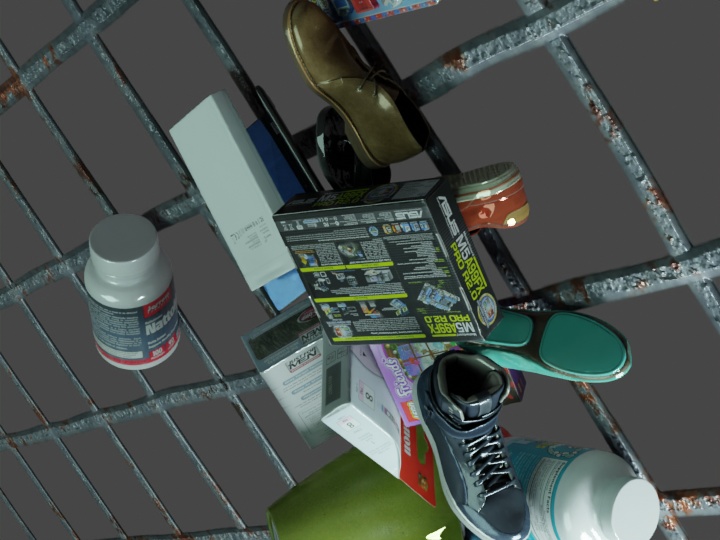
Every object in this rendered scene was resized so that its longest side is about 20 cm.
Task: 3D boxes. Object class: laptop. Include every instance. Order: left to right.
[{"bbox_3d":[-0.097,-0.072,1.809,0.188,0.115,0.200,58,179,7],"label":"laptop"}]

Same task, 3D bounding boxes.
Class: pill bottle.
[{"bbox_3d":[-0.306,0.026,2.241,0.119,0.119,0.201,34,147,28],"label":"pill bottle"},{"bbox_3d":[0.215,0.237,1.749,0.199,0.111,0.111,4,126,53],"label":"pill bottle"}]

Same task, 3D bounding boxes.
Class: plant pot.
[{"bbox_3d":[-0.003,0.291,1.959,0.187,0.198,0.189,163,90,-80],"label":"plant pot"}]

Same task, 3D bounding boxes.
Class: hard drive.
[{"bbox_3d":[-0.132,-0.084,1.818,0.201,0.027,0.132,62,151,-1],"label":"hard drive"}]

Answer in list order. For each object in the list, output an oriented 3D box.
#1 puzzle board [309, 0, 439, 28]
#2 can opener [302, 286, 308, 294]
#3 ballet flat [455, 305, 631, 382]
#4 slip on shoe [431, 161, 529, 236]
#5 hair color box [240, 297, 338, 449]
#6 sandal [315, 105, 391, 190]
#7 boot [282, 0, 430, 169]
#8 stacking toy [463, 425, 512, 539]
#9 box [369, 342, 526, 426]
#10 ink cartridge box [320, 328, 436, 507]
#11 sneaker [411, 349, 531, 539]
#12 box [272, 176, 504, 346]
[{"bbox_3d":[-0.019,-0.304,1.584,0.199,0.017,0.151,-3,120,55],"label":"puzzle board"},{"bbox_3d":[0.000,0.000,1.861,0.199,0.078,0.064,-4,81,52],"label":"can opener"},{"bbox_3d":[0.184,0.074,1.659,0.199,0.068,0.070,12,163,31],"label":"ballet flat"},{"bbox_3d":[0.089,-0.059,1.644,0.199,0.074,0.062,-9,112,52],"label":"slip on shoe"},{"bbox_3d":[-0.055,0.120,1.944,0.061,0.098,0.200,59,178,34],"label":"hair color box"},{"bbox_3d":[0.010,-0.090,1.735,0.048,0.076,0.201,0,133,32],"label":"sandal"},{"bbox_3d":[0.000,-0.188,1.634,0.075,0.074,0.200,-7,130,43],"label":"boot"},{"bbox_3d":[0.154,0.259,1.901,0.085,0.085,0.201,27,136,37],"label":"stacking toy"},{"bbox_3d":[0.076,0.061,1.757,0.136,0.039,0.201,-14,115,22],"label":"box"},{"bbox_3d":[0.035,0.140,1.834,0.057,0.163,0.200,-33,127,29],"label":"ink cartridge box"},{"bbox_3d":[0.120,0.174,1.665,0.203,0.076,0.146,62,161,11],"label":"sneaker"},{"bbox_3d":[0.025,-0.005,1.652,0.199,0.044,0.161,-5,120,40],"label":"box"}]
